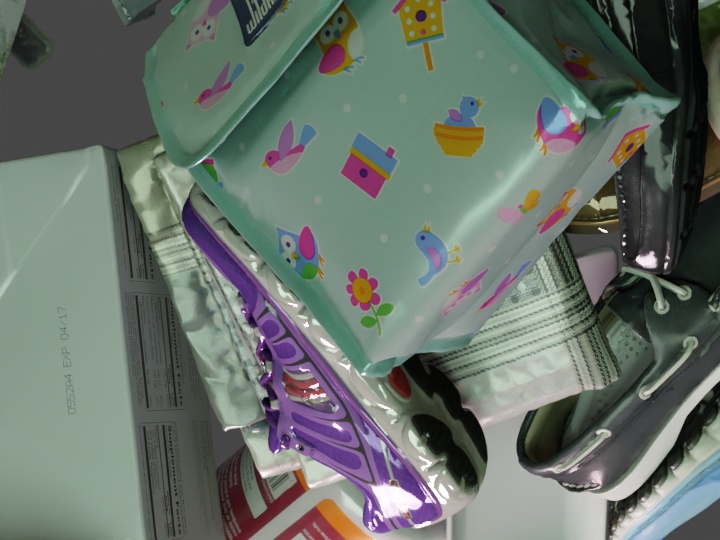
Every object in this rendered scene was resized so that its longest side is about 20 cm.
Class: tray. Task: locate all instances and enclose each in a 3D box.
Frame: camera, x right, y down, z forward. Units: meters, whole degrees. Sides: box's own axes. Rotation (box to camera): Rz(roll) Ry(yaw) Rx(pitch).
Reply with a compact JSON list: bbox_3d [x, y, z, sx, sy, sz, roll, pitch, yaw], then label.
[{"bbox_3d":[0.084,0.087,1.193,0.107,0.022,0.201,-14,116,-30],"label":"tray"}]

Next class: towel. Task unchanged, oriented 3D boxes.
[{"bbox_3d":[0.000,0.000,1.108,0.200,0.035,0.193,-19,106,18],"label":"towel"}]

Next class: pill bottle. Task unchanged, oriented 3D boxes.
[{"bbox_3d":[-0.049,0.154,1.247,0.110,0.110,0.200,43,118,-12],"label":"pill bottle"}]

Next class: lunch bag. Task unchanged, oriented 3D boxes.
[{"bbox_3d":[0.008,-0.084,1.004,0.200,0.122,0.170,49,118,15],"label":"lunch bag"}]

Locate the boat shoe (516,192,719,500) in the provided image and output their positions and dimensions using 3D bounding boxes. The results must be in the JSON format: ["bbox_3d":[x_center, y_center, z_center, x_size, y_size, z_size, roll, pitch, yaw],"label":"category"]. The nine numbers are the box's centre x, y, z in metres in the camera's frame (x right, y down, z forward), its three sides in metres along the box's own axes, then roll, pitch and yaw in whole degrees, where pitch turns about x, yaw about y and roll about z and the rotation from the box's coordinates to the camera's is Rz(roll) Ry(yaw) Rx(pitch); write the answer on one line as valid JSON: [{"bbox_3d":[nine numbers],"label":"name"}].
[{"bbox_3d":[0.147,0.028,1.135,0.060,0.076,0.200,15,111,-33],"label":"boat shoe"}]

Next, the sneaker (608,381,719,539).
[{"bbox_3d":[0.206,0.092,1.176,0.090,0.078,0.200,38,122,-16],"label":"sneaker"}]

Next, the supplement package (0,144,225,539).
[{"bbox_3d":[-0.168,0.051,1.170,0.155,0.111,0.201,-8,85,17],"label":"supplement package"}]

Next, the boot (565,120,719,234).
[{"bbox_3d":[0.094,-0.065,1.109,0.199,0.074,0.076,-7,124,14],"label":"boot"}]

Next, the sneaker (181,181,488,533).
[{"bbox_3d":[-0.026,0.044,1.076,0.083,0.081,0.200,-31,100,24],"label":"sneaker"}]

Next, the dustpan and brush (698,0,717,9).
[{"bbox_3d":[0.075,-0.151,1.090,0.200,0.057,0.140,-32,106,19],"label":"dustpan and brush"}]

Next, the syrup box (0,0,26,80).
[{"bbox_3d":[-0.224,-0.104,1.101,0.081,0.079,0.201,16,87,19],"label":"syrup box"}]

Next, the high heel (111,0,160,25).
[{"bbox_3d":[-0.021,-0.096,1.122,0.142,0.071,0.200,-28,102,30],"label":"high heel"}]

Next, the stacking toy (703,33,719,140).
[{"bbox_3d":[0.217,-0.107,0.996,0.085,0.086,0.200,27,161,-3],"label":"stacking toy"}]

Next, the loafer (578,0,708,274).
[{"bbox_3d":[0.120,-0.096,1.041,0.070,0.068,0.201,0,109,17],"label":"loafer"}]
